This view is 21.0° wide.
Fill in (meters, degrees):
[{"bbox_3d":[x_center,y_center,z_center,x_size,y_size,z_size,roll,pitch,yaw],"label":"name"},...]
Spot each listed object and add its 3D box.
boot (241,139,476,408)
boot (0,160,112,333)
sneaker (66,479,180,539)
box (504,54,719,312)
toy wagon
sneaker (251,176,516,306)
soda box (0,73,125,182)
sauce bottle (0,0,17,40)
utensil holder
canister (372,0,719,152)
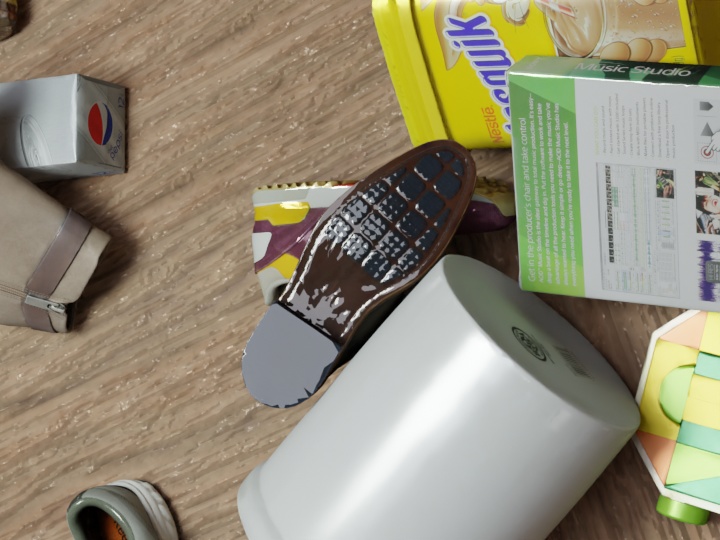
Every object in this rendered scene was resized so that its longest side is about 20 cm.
[{"bbox_3d":[0.000,0.000,1.231,0.075,0.097,0.200,42,92,5],"label":"boot"},{"bbox_3d":[-0.248,-0.044,1.387,0.146,0.070,0.200,23,132,1],"label":"boot"},{"bbox_3d":[-0.142,0.233,1.339,0.074,0.079,0.200,-43,68,16],"label":"sneaker"},{"bbox_3d":[0.186,-0.049,1.141,0.199,0.036,0.145,6,116,25],"label":"box"},{"bbox_3d":[0.262,0.090,1.159,0.199,0.040,0.156,15,92,29],"label":"toy wagon"},{"bbox_3d":[0.017,-0.016,1.290,0.199,0.075,0.091,0,93,34],"label":"sneaker"},{"bbox_3d":[-0.273,-0.100,1.453,0.199,0.063,0.069,-3,83,28],"label":"soda box"},{"bbox_3d":[-0.305,-0.275,1.490,0.066,0.066,0.201,-17,76,26],"label":"sauce bottle"},{"bbox_3d":[0.048,0.115,1.192,0.170,0.170,0.200,47,109,24],"label":"utensil holder"},{"bbox_3d":[0.123,-0.144,1.204,0.199,0.087,0.149,0,129,25],"label":"canister"}]
